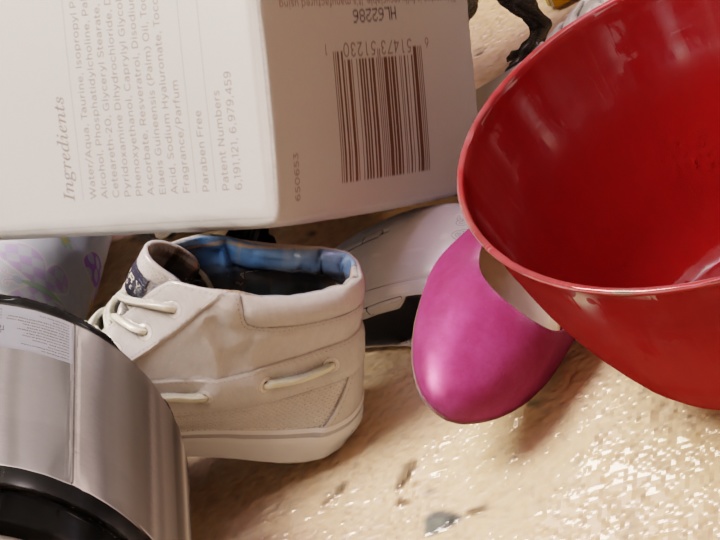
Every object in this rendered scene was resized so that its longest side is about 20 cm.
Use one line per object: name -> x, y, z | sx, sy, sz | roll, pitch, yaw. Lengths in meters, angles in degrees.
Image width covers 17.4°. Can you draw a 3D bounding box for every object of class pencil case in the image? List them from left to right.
pencil case -> -0.164, -0.002, 1.159 | 0.083, 0.091, 0.201 | -23, 32, 22

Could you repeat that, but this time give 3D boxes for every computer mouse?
computer mouse -> 0.000, 0.000, 1.061 | 0.199, 0.044, 0.110 | -9, 34, 34

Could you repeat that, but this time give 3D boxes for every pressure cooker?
pressure cooker -> -0.147, 0.123, 0.865 | 0.175, 0.179, 0.200 | -23, 28, 6

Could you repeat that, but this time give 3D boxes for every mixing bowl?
mixing bowl -> 0.147, -0.021, 0.883 | 0.199, 0.109, 0.201 | -19, 35, 13

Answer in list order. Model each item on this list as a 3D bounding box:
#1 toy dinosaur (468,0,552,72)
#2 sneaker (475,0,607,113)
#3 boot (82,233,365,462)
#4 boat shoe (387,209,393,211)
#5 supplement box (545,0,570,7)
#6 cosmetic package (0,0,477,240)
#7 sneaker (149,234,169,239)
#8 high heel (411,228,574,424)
toy dinosaur -> 0.088, -0.156, 1.179 | 0.199, 0.088, 0.048 | -29, 29, 0
sneaker -> 0.123, -0.105, 1.076 | 0.199, 0.081, 0.077 | -23, 31, 15
boot -> -0.095, 0.026, 0.969 | 0.198, 0.096, 0.074 | -2, 37, -9
boat shoe -> -0.040, -0.100, 1.166 | 0.067, 0.072, 0.201 | -8, 48, -25
supplement box -> 0.157, -0.245, 1.233 | 0.199, 0.109, 0.110 | -26, 29, 7
cosmetic package -> -0.076, -0.105, 1.047 | 0.199, 0.168, 0.167 | -2, 6, 34
sneaker -> -0.064, -0.096, 1.258 | 0.086, 0.075, 0.201 | -12, 41, 18
high heel -> 0.090, -0.019, 0.959 | 0.200, 0.067, 0.096 | -44, -5, -43
